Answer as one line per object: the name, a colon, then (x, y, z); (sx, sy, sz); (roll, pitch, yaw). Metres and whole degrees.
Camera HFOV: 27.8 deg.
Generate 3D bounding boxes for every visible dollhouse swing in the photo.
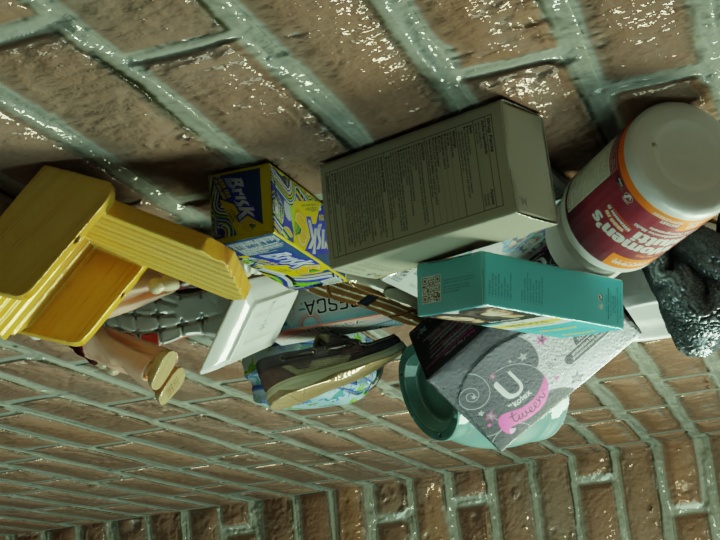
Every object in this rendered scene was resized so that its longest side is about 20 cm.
dollhouse swing: (-0.227, 0.021, 1.317); (0.176, 0.182, 0.200); (36, 169, 11)

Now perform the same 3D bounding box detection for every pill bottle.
pill bottle: (0.249, -0.064, 1.321); (0.109, 0.110, 0.200); (-1, 160, -18)

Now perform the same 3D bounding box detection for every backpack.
backpack: (-0.072, 0.116, 1.851); (0.163, 0.154, 0.200); (-3, 153, 16)

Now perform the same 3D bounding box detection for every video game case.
video game case: (0.123, -0.034, 1.414); (0.182, 0.024, 0.200); (-40, 155, 13)

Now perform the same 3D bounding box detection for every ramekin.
ramekin: (0.339, 0.013, 1.672); (0.200, 0.098, 0.201); (-6, 165, -2)

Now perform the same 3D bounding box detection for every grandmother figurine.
grandmother figurine: (-0.187, 0.003, 1.481); (0.199, 0.061, 0.121); (-13, -154, 4)
grandmother figurine: (-0.283, 0.075, 1.560); (0.200, 0.061, 0.121); (26, 147, 20)

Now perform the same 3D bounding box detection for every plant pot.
plant pot: (0.130, 0.124, 1.707); (0.134, 0.201, 0.200); (-17, 172, -30)

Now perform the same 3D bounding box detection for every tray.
tray: (-0.111, 0.054, 1.554); (0.022, 0.108, 0.200); (27, -170, 10)

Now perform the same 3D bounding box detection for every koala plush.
koala plush: (0.386, -0.024, 1.462); (0.199, 0.184, 0.177); (-20, 163, 7)

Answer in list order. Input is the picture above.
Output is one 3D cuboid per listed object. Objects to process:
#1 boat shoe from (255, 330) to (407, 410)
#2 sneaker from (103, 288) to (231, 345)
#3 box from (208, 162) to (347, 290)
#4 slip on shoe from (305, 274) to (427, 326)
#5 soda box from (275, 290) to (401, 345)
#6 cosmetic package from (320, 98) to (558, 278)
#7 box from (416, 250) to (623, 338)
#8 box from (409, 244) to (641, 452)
boat shoe: (-0.033, 0.101, 1.679); (0.200, 0.065, 0.072); (-19, 166, -35)
sneaker: (-0.210, 0.046, 1.638); (0.199, 0.077, 0.082); (4, -176, 1)
box: (-0.075, -0.037, 1.385); (0.064, 0.070, 0.200); (-9, 164, 16)
slip on shoe: (0.000, 0.000, 1.578); (0.200, 0.061, 0.076); (20, 157, -19)
soda box: (-0.016, 0.037, 1.692); (0.199, 0.064, 0.068); (-10, 164, 16)
cosmetic package: (0.065, -0.067, 1.273); (0.200, 0.104, 0.073); (-15, 163, 35)
box: (0.149, 0.025, 1.329); (0.200, 0.049, 0.082); (10, 165, -42)
box: (0.173, 0.069, 1.538); (0.200, 0.115, 0.132); (-41, 113, 11)
